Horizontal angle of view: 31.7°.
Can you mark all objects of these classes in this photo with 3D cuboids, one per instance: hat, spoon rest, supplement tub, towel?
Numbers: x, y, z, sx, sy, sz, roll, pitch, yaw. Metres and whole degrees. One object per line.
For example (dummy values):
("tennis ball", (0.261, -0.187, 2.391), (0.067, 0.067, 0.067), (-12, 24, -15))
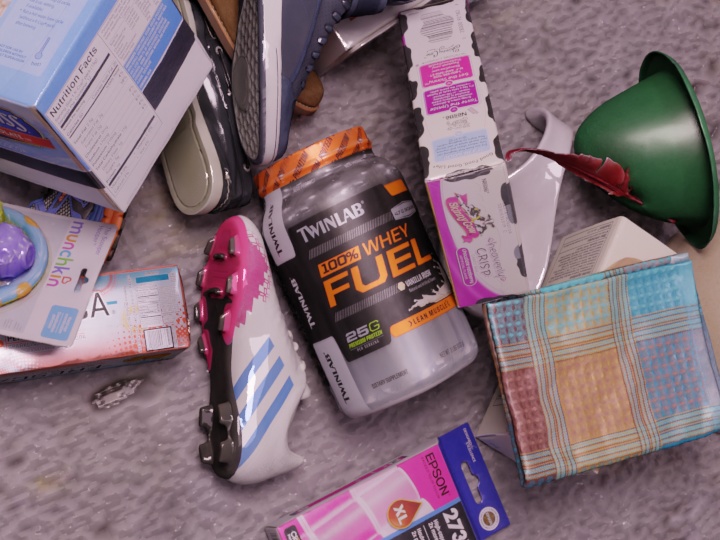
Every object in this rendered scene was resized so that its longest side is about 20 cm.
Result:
("hat", (0.191, -0.087, 1.074), (0.174, 0.167, 0.202), (-17, 132, -2))
("spoon rest", (0.131, -0.053, 1.077), (0.099, 0.061, 0.202), (30, 71, -14))
("supplement tub", (0.000, 0.000, 0.982), (0.121, 0.122, 0.202), (-26, 91, -23))
("towel", (0.196, 0.075, 0.992), (0.197, 0.022, 0.149), (-12, 86, -24))

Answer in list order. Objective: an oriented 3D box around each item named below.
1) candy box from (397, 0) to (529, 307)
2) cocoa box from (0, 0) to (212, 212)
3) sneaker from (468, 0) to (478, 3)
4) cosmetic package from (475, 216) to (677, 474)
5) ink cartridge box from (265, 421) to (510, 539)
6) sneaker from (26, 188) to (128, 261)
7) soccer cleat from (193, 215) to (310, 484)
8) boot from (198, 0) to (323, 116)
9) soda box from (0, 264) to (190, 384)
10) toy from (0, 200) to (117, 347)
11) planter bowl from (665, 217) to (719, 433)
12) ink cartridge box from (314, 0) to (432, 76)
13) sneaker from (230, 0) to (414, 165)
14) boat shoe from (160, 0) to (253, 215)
("candy box", (0.077, -0.093, 0.974), (0.060, 0.137, 0.202), (-13, 45, 6))
("cocoa box", (-0.229, -0.149, 0.859), (0.198, 0.132, 0.135), (19, 70, 26))
("sneaker", (0.063, -0.330, 1.098), (0.071, 0.073, 0.202), (-39, 105, -32))
("cosmetic package", (0.182, 0.065, 1.055), (0.071, 0.105, 0.202), (31, 73, -14))
("ink cartridge box", (0.030, 0.204, 1.008), (0.198, 0.037, 0.096), (-24, 91, -25))
("sneaker", (-0.206, -0.111, 0.947), (0.077, 0.075, 0.203), (8, 76, -17))
("soccer cleat", (-0.079, 0.061, 0.977), (0.085, 0.070, 0.203), (4, 83, -33))
("boot", (-0.080, -0.208, 0.981), (0.075, 0.074, 0.201), (-32, 116, 16))
("soda box", (-0.226, 0.043, 0.913), (0.197, 0.068, 0.065), (-7, 81, -23))
("toy", (-0.277, -0.022, 0.862), (0.197, 0.048, 0.116), (9, 48, 3))
("planter bowl", (0.366, 0.041, 1.115), (0.197, 0.135, 0.204), (4, 80, -20))
("ink cartridge box", (-0.024, -0.285, 1.041), (0.146, 0.083, 0.201), (-35, 95, -22))
("sneaker", (-0.020, -0.179, 0.946), (0.144, 0.077, 0.206), (0, 98, -25))
("boat shoe", (-0.123, -0.138, 0.988), (0.066, 0.074, 0.202), (2, 64, -46))
